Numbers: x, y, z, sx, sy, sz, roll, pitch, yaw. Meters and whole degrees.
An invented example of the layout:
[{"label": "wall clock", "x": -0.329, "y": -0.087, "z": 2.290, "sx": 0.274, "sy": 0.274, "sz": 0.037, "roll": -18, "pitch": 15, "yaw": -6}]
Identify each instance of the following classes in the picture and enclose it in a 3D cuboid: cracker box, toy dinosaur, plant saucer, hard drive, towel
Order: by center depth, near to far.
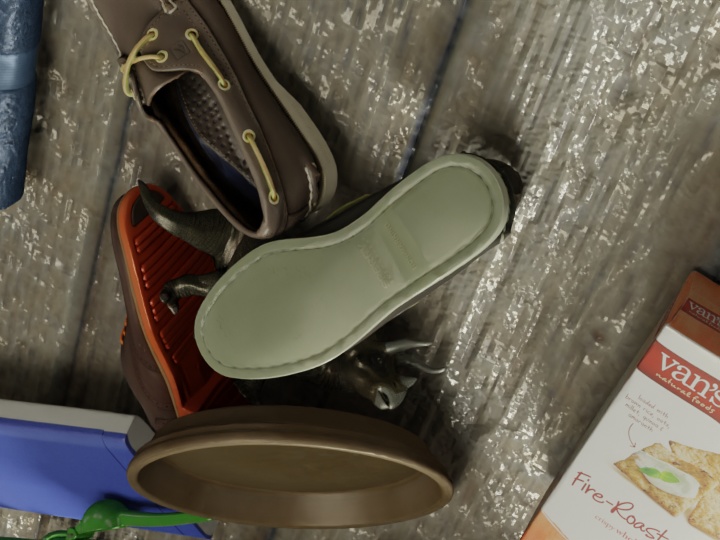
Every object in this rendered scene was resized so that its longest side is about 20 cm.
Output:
[{"label": "cracker box", "x": 0.187, "y": 0.114, "z": 0.903, "sx": 0.133, "sy": 0.058, "sz": 0.201, "roll": 32, "pitch": 132, "yaw": 8}, {"label": "toy dinosaur", "x": -0.052, "y": 0.017, "z": 0.974, "sx": 0.200, "sy": 0.102, "sz": 0.077, "roll": 49, "pitch": 175, "yaw": 8}, {"label": "towel", "x": -0.242, "y": -0.137, "z": 0.996, "sx": 0.111, "sy": 0.049, "sz": 0.202, "roll": 26, "pitch": 130, "yaw": 13}, {"label": "plant saucer", "x": -0.042, "y": 0.120, "z": 0.999, "sx": 0.197, "sy": 0.030, "sz": 0.201, "roll": 3, "pitch": 157, "yaw": 1}, {"label": "hard drive", "x": -0.210, "y": 0.135, "z": 1.153, "sx": 0.198, "sy": 0.026, "sz": 0.132, "roll": 3, "pitch": 144, "yaw": 29}]

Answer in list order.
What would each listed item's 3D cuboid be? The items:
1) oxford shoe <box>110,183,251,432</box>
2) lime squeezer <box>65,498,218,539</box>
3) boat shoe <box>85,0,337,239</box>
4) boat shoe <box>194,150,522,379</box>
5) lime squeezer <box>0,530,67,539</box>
[{"label": "oxford shoe", "x": -0.129, "y": 0.036, "z": 1.035, "sx": 0.072, "sy": 0.071, "sz": 0.202, "roll": 8, "pitch": 125, "yaw": 32}, {"label": "lime squeezer", "x": -0.176, "y": 0.203, "z": 1.130, "sx": 0.071, "sy": 0.038, "sz": 0.200, "roll": 47, "pitch": 110, "yaw": 9}, {"label": "boat shoe", "x": -0.094, "y": -0.105, "z": 0.908, "sx": 0.201, "sy": 0.059, "sz": 0.072, "roll": 53, "pitch": 132, "yaw": 1}, {"label": "boat shoe", "x": 0.000, "y": 0.000, "z": 0.898, "sx": 0.200, "sy": 0.060, "sz": 0.072, "roll": -28, "pitch": 87, "yaw": 23}, {"label": "lime squeezer", "x": -0.213, "y": 0.224, "z": 1.205, "sx": 0.198, "sy": 0.071, "sz": 0.038, "roll": 24, "pitch": 143, "yaw": 25}]
